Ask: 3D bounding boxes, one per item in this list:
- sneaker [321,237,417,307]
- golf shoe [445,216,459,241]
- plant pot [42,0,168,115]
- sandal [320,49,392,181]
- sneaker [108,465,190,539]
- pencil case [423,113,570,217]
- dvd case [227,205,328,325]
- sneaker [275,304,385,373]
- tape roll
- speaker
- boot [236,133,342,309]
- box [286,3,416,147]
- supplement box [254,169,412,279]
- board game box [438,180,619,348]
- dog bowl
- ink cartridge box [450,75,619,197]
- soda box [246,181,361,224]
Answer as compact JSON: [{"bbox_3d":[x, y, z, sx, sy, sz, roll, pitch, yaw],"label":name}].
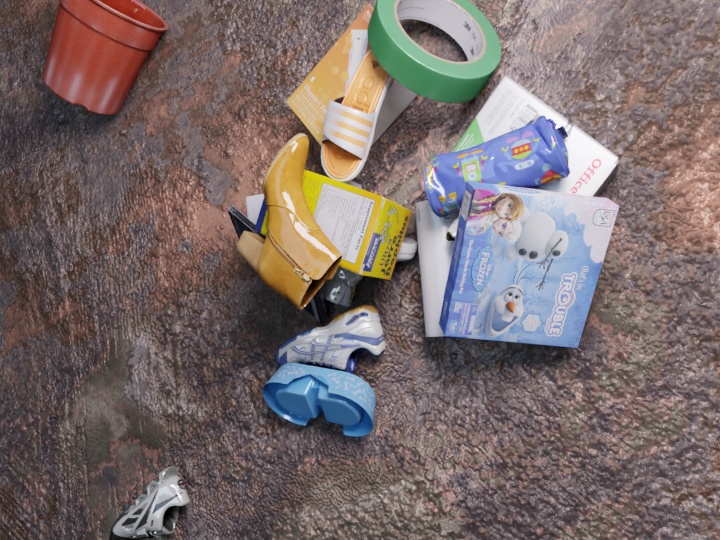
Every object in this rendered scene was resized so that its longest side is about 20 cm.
[{"bbox_3d":[0.000,0.000,1.000,0.194,0.073,0.120,4,98,26],"label":"sneaker"},{"bbox_3d":[0.180,0.011,0.881,0.078,0.096,0.204,-16,101,62],"label":"golf shoe"},{"bbox_3d":[-0.493,-0.419,1.167,0.200,0.199,0.198,41,111,19],"label":"plant pot"},{"bbox_3d":[-0.013,-0.237,0.897,0.077,0.059,0.212,19,88,23],"label":"sandal"},{"bbox_3d":[-0.389,0.464,1.142,0.089,0.074,0.201,46,105,20],"label":"sneaker"},{"bbox_3d":[0.179,-0.138,0.825,0.195,0.078,0.089,-17,89,24],"label":"pencil case"},{"bbox_3d":[-0.133,-0.007,1.015,0.198,0.150,0.016,38,68,23],"label":"dvd case"},{"bbox_3d":[-0.051,0.133,1.008,0.196,0.075,0.090,-26,79,21],"label":"sneaker"},{"bbox_3d":[0.108,-0.335,0.898,0.202,0.198,0.048,53,145,15],"label":"tape roll"},{"bbox_3d":[0.128,-0.002,0.933,0.079,0.081,0.207,-7,86,22],"label":"speaker"},{"bbox_3d":[-0.077,-0.064,0.844,0.142,0.070,0.205,33,104,19],"label":"boot"},{"bbox_3d":[-0.001,-0.289,0.990,0.200,0.097,0.125,-45,73,15],"label":"box"},{"bbox_3d":[-0.040,-0.074,0.918,0.196,0.109,0.112,22,96,27],"label":"supplement box"},{"bbox_3d":[0.217,-0.004,0.817,0.192,0.044,0.206,5,112,-8],"label":"board game box"},{"bbox_3d":[-0.063,0.204,0.998,0.194,0.050,0.113,6,135,24],"label":"dog bowl"},{"bbox_3d":[0.244,-0.151,0.885,0.200,0.084,0.147,43,105,18],"label":"ink cartridge box"},{"bbox_3d":[-0.095,-0.101,1.042,0.194,0.063,0.070,-7,85,23],"label":"soda box"}]
